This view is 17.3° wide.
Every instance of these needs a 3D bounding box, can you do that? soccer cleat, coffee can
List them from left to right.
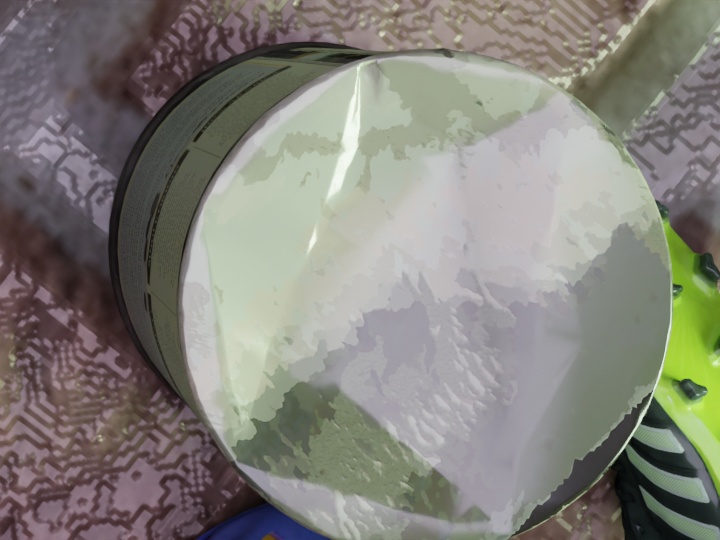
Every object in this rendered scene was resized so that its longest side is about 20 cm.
[{"bbox_3d":[0.000,0.000,0.764,0.146,0.200,0.147,-1,96,-11],"label":"coffee can"},{"bbox_3d":[0.114,0.061,0.863,0.067,0.081,0.200,-23,81,-42],"label":"soccer cleat"}]

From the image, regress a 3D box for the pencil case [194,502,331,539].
[{"bbox_3d":[-0.006,0.180,0.841,0.087,0.078,0.200,-25,101,-43],"label":"pencil case"}]
